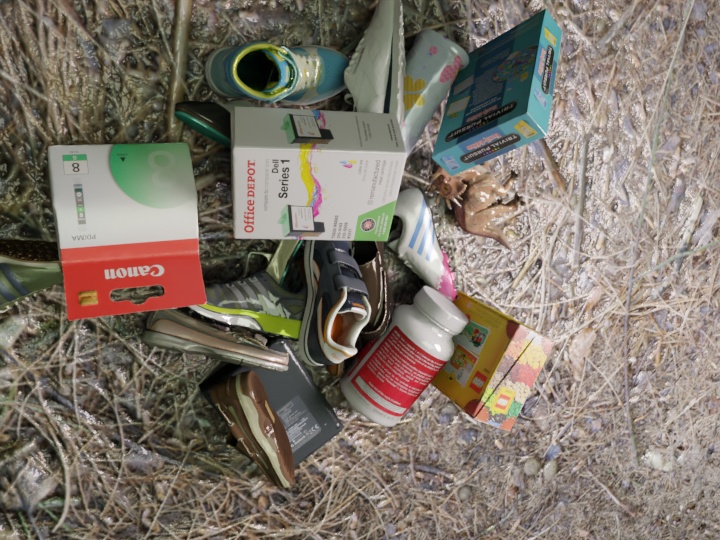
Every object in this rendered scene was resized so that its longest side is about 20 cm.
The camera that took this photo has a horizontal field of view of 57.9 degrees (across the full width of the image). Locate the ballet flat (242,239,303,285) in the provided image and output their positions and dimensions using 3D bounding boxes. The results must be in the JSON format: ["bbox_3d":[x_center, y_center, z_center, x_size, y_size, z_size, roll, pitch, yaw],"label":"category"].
[{"bbox_3d":[-0.117,-0.026,0.897,0.069,0.069,0.201,24,95,-29],"label":"ballet flat"}]

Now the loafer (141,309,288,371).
[{"bbox_3d":[-0.189,0.089,0.879,0.199,0.072,0.063,15,75,-16],"label":"loafer"}]

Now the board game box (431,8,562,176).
[{"bbox_3d":[0.185,-0.237,0.875,0.047,0.151,0.201,37,54,-30],"label":"board game box"}]

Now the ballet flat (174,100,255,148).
[{"bbox_3d":[-0.146,-0.172,0.840,0.200,0.068,0.069,36,78,-40],"label":"ballet flat"}]

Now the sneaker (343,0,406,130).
[{"bbox_3d":[0.017,-0.265,0.839,0.080,0.076,0.201,3,79,13],"label":"sneaker"}]

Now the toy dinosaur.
[{"bbox_3d":[0.170,-0.107,0.997,0.135,0.086,0.201,-30,120,-15],"label":"toy dinosaur"}]

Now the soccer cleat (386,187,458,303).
[{"bbox_3d":[0.088,-0.030,0.997,0.086,0.070,0.201,-20,113,0],"label":"soccer cleat"}]

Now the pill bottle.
[{"bbox_3d":[0.067,0.126,0.977,0.112,0.112,0.200,30,105,-29],"label":"pill bottle"}]

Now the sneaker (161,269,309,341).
[{"bbox_3d":[-0.156,0.034,0.842,0.199,0.074,0.081,17,77,-23],"label":"sneaker"}]

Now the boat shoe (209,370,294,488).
[{"bbox_3d":[-0.154,0.230,0.921,0.075,0.075,0.203,-15,115,5],"label":"boat shoe"}]

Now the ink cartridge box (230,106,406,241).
[{"bbox_3d":[-0.058,-0.114,0.795,0.199,0.084,0.145,0,137,-10],"label":"ink cartridge box"}]

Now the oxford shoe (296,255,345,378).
[{"bbox_3d":[-0.056,0.067,0.960,0.071,0.071,0.201,-7,108,2],"label":"oxford shoe"}]

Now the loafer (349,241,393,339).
[{"bbox_3d":[0.000,0.000,0.927,0.073,0.071,0.201,-6,90,16],"label":"loafer"}]

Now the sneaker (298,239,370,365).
[{"bbox_3d":[-0.027,0.023,0.847,0.078,0.079,0.201,18,70,-47],"label":"sneaker"}]

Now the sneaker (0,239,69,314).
[{"bbox_3d":[-0.424,0.016,0.763,0.199,0.067,0.090,1,113,-25],"label":"sneaker"}]

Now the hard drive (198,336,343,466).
[{"bbox_3d":[-0.128,0.205,0.975,0.139,0.033,0.200,-35,117,-12],"label":"hard drive"}]

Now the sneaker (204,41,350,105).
[{"bbox_3d":[-0.081,-0.242,0.807,0.199,0.130,0.080,-11,109,-24],"label":"sneaker"}]

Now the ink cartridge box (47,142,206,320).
[{"bbox_3d":[-0.271,-0.052,0.764,0.160,0.050,0.201,-6,71,-24],"label":"ink cartridge box"}]

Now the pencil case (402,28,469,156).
[{"bbox_3d":[0.068,-0.234,0.909,0.083,0.091,0.200,32,89,5],"label":"pencil case"}]

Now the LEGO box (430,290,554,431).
[{"bbox_3d":[0.177,0.128,1.002,0.077,0.200,0.149,24,95,-29],"label":"LEGO box"}]
